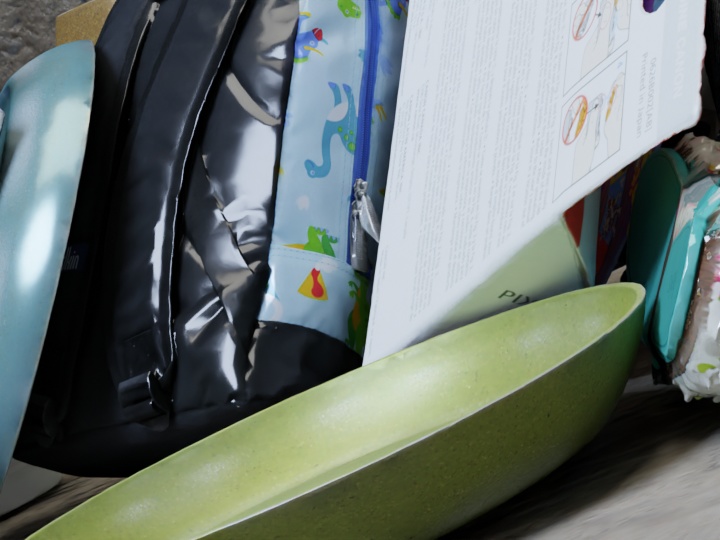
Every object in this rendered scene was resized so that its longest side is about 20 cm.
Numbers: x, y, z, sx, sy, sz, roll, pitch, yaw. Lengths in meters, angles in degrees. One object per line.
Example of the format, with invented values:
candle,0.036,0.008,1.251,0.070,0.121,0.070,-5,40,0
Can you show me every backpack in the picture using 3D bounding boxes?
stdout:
backpack,-0.040,-0.032,1.017,0.153,0.201,0.163,6,-15,-37

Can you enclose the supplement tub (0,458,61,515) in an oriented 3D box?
supplement tub,-0.218,0.017,1.191,0.145,0.200,0.145,-21,4,2

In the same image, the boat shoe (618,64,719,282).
boat shoe,0.108,-0.078,1.144,0.074,0.093,0.200,17,35,0

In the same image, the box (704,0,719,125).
box,0.179,-0.121,1.021,0.122,0.106,0.200,-7,33,4

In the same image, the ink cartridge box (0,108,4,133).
ink cartridge box,-0.158,0.009,0.980,0.039,0.201,0.099,12,-16,-12

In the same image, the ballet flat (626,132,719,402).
ballet flat,0.111,0.005,0.789,0.064,0.076,0.200,10,10,0

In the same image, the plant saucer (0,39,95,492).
plant saucer,-0.134,0.011,1.025,0.027,0.201,0.200,14,-4,-13

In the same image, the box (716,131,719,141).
box,0.087,-0.084,1.348,0.200,0.048,0.193,-17,-34,41

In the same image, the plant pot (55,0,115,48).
plant pot,-0.083,-0.059,1.517,0.186,0.200,0.186,-20,4,1

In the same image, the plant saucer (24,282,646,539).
plant saucer,-0.008,0.058,0.781,0.200,0.031,0.200,-24,5,2

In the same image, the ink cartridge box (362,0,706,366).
ink cartridge box,0.071,-0.065,0.882,0.050,0.163,0.200,20,-31,-22

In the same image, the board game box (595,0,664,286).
board game box,0.070,-0.072,1.009,0.039,0.200,0.158,14,-26,-10
